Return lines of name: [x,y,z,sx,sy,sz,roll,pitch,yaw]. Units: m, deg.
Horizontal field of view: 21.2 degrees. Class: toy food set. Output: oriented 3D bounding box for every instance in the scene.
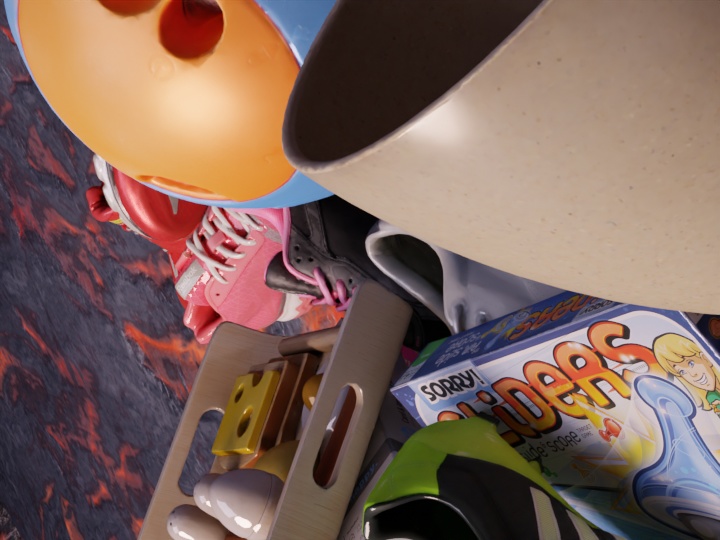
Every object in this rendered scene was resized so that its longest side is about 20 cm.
toy food set: [-0.053,0.082,0.937,0.060,0.144,0.200,24,164,-20]

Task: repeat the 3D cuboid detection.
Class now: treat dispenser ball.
treat dispenser ball: [-0.046,-0.125,0.786,0.201,0.200,0.201,49,157,30]

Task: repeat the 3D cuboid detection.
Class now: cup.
cup: [0.093,-0.068,0.588,0.143,0.201,0.200,39,166,-19]

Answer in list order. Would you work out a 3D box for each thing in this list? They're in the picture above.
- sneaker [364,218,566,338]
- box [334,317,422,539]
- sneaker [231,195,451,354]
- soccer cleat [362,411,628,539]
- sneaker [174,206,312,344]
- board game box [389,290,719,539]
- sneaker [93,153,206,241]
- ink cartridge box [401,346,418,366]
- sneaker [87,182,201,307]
sneaker: [0.076,0.024,0.877,0.200,0.071,0.073,38,150,47]
box: [-0.018,0.132,0.943,0.041,0.156,0.200,27,-164,-18]
sneaker: [0.000,0.000,0.995,0.200,0.095,0.079,51,156,22]
soccer cleat: [0.090,0.135,0.779,0.200,0.081,0.068,32,138,19]
sneaker: [-0.069,-0.013,1.152,0.074,0.087,0.200,51,157,23]
board game box: [0.113,0.069,0.794,0.135,0.034,0.200,49,149,-9]
sneaker: [-0.074,-0.103,0.963,0.085,0.077,0.201,31,110,42]
ink cartridge box: [-0.006,0.134,1.071,0.042,0.201,0.119,22,157,-3]
sneaker: [-0.133,-0.047,1.238,0.077,0.085,0.201,41,152,44]
